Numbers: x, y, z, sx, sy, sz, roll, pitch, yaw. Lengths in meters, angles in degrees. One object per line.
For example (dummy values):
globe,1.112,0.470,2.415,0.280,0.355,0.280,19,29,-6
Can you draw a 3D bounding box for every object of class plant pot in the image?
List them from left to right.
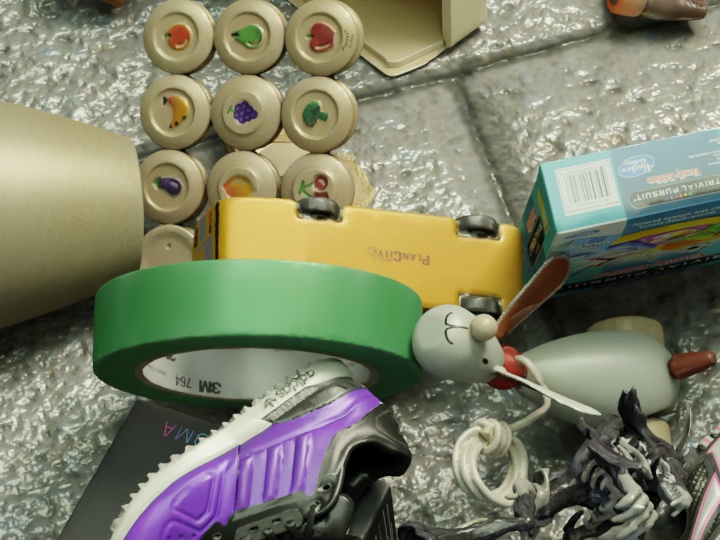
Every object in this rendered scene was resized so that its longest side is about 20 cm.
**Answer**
plant pot,-0.246,-0.036,1.620,0.200,0.187,0.188,-2,52,-14

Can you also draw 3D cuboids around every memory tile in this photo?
memory tile,-0.075,-0.078,1.637,0.153,0.017,0.201,3,93,17

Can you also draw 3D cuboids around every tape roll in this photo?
tape roll,-0.062,0.041,1.515,0.200,0.200,0.048,0,74,5

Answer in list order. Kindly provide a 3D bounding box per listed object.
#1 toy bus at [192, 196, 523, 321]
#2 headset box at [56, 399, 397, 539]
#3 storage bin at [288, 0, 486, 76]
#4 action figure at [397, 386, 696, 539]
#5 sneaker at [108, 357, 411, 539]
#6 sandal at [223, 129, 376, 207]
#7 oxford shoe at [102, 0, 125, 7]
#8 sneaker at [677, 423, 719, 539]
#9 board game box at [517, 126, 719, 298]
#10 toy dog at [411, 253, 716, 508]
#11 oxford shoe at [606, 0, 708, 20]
toy bus,0.000,0.000,1.573,0.200,0.078,0.065,6,71,-19
headset box,-0.095,0.201,1.468,0.174,0.093,0.200,18,57,18
storage bin,-0.008,-0.267,1.743,0.094,0.200,0.198,-37,59,-23
action figure,0.127,0.146,1.425,0.200,0.119,0.102,-24,44,-19
sneaker,-0.053,0.137,1.408,0.200,0.070,0.099,-39,61,-20
sandal,-0.034,-0.059,1.666,0.078,0.070,0.212,-23,55,-19
oxford shoe,-0.147,-0.265,1.849,0.071,0.071,0.200,39,59,-5
sneaker,0.227,0.121,1.513,0.086,0.080,0.200,6,48,22
board game box,0.180,-0.035,1.554,0.151,0.200,0.047,-12,78,-4
toy dog,0.135,0.057,1.502,0.200,0.096,0.132,-9,74,-46
oxford shoe,0.220,-0.258,1.809,0.073,0.071,0.200,13,58,-10
